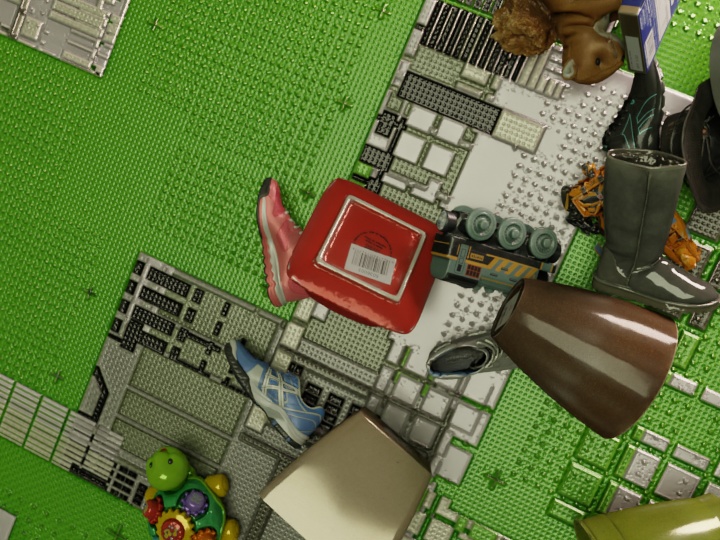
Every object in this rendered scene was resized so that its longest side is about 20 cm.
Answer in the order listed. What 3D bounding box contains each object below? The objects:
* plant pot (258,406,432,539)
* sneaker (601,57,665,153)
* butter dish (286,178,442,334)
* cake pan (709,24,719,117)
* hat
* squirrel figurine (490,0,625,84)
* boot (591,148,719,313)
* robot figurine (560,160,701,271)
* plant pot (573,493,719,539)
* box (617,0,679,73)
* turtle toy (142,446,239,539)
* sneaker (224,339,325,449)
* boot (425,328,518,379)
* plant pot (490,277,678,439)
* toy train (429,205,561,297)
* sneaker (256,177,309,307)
[{"bbox_3d":[-0.002,0.313,1.165,0.200,0.200,0.177,40,87,7],"label":"plant pot"},{"bbox_3d":[0.383,-0.201,1.115,0.079,0.075,0.200,3,93,13],"label":"sneaker"},{"bbox_3d":[0.000,0.000,1.171,0.200,0.148,0.200,26,57,-3],"label":"butter dish"},{"bbox_3d":[0.520,-0.253,1.043,0.037,0.200,0.201,-5,92,51],"label":"cake pan"},{"bbox_3d":[0.457,-0.172,1.078,0.081,0.200,0.201,6,95,49],"label":"hat"},{"bbox_3d":[0.289,-0.354,1.114,0.200,0.142,0.187,1,104,25],"label":"squirrel figurine"},{"bbox_3d":[0.396,-0.052,1.034,0.182,0.073,0.200,12,116,14],"label":"boot"},{"bbox_3d":[0.373,-0.070,1.102,0.200,0.058,0.145,48,125,-8],"label":"robot figurine"},{"bbox_3d":[0.428,0.404,1.089,0.193,0.200,0.201,-22,88,-1],"label":"plant pot"},{"bbox_3d":[0.401,-0.382,1.061,0.032,0.121,0.200,21,75,32],"label":"box"},{"bbox_3d":[-0.286,0.375,1.258,0.146,0.101,0.200,-14,90,11],"label":"turtle toy"},{"bbox_3d":[-0.138,0.183,1.245,0.077,0.076,0.200,-40,85,-12],"label":"sneaker"},{"bbox_3d":[0.193,0.122,1.156,0.200,0.096,0.074,-17,89,11],"label":"boot"},{"bbox_3d":[0.286,0.098,1.076,0.200,0.187,0.187,28,98,-1],"label":"plant pot"},{"bbox_3d":[0.192,-0.023,1.130,0.200,0.085,0.114,15,93,-21],"label":"toy train"},{"bbox_3d":[-0.111,-0.047,1.231,0.087,0.074,0.200,-8,95,-2],"label":"sneaker"}]
